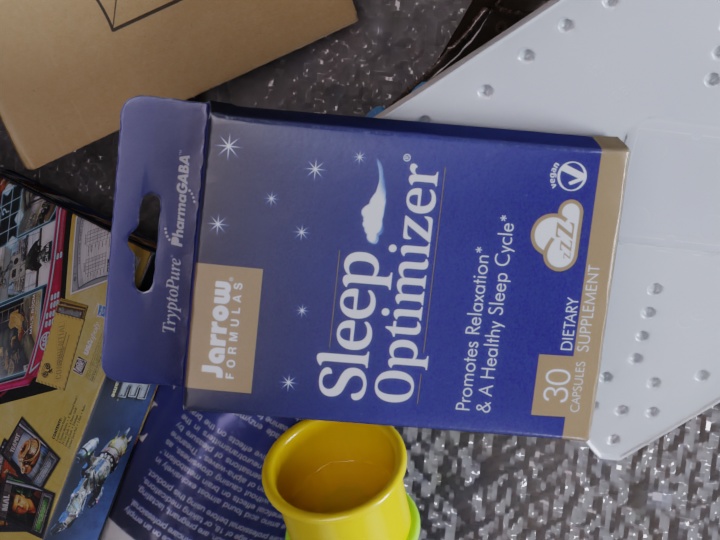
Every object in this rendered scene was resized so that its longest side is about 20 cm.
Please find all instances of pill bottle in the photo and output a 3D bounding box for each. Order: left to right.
[{"bbox_3d":[-0.061,0.080,0.963,0.111,0.111,0.201,33,104,6],"label":"pill bottle"}]

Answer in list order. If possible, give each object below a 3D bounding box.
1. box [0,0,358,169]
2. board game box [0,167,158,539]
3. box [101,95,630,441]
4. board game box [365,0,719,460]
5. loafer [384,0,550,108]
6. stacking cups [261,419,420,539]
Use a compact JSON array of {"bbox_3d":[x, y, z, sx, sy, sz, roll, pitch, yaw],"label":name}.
[{"bbox_3d":[-0.110,-0.163,0.926,0.163,0.021,0.201,-25,113,-5],"label":"box"},{"bbox_3d":[-0.157,0.065,0.945,0.135,0.035,0.201,25,96,37],"label":"board game box"},{"bbox_3d":[0.000,0.000,0.867,0.199,0.032,0.122,5,105,-5],"label":"box"},{"bbox_3d":[0.130,-0.040,0.901,0.199,0.026,0.200,-32,117,15],"label":"board game box"},{"bbox_3d":[0.076,-0.097,0.933,0.200,0.073,0.072,-37,54,19],"label":"loafer"},{"bbox_3d":[0.004,0.148,0.942,0.060,0.061,0.201,1,134,13],"label":"stacking cups"}]
